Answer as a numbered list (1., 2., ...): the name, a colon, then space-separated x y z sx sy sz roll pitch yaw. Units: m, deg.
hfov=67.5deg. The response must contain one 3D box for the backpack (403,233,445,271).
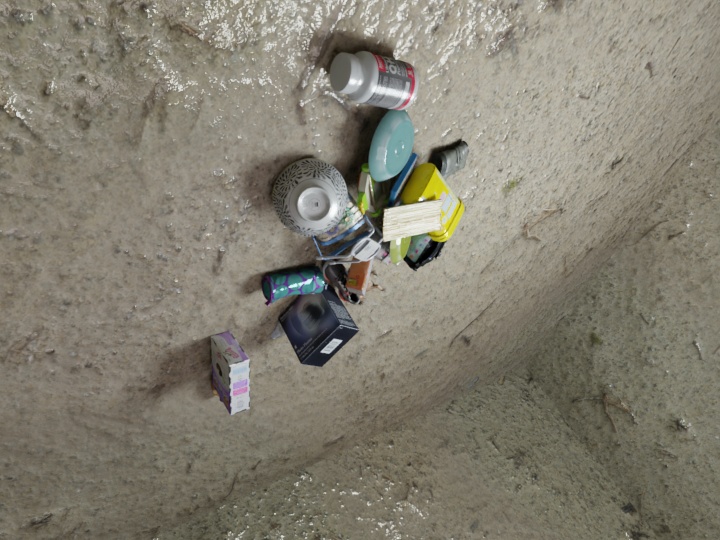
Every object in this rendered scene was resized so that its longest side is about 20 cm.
1. backpack: 0.227 -0.116 1.829 0.166 0.126 0.201 -34 156 -49

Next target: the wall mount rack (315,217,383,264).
1. wall mount rack: -0.023 -0.060 1.478 0.173 0.075 0.200 -43 165 7

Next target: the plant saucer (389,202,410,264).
1. plant saucer: 0.135 -0.117 1.716 0.200 0.031 0.203 12 90 -74

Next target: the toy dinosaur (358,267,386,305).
1. toy dinosaur: 0.004 0.050 1.894 0.134 0.086 0.201 -28 143 2

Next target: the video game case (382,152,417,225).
1. video game case: 0.114 -0.230 1.567 0.144 0.018 0.201 -61 173 -23

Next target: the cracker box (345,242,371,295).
1. cracker box: 0.000 0.000 1.662 0.200 0.057 0.136 71 33 -82

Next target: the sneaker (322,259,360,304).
1. sneaker: -0.051 0.038 1.782 0.077 0.082 0.201 -46 132 -13

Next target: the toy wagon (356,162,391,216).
1. toy wagon: 0.032 -0.226 1.482 0.201 0.039 0.157 -54 144 -40

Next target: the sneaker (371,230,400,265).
1. sneaker: 0.081 -0.070 1.794 0.199 0.089 0.082 11 128 -50

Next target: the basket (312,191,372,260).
1. basket: -0.069 -0.133 1.520 0.175 0.140 0.201 -33 140 -2

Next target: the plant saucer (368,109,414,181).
1. plant saucer: 0.091 -0.328 1.430 0.200 0.036 0.202 -43 147 -37

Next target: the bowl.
1. bowl: -0.121 -0.175 1.361 0.197 0.094 0.204 -3 107 -11

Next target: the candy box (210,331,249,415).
1. candy box: -0.417 0.326 1.727 0.071 0.168 0.203 -13 124 -31

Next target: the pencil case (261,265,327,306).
1. pencil case: -0.207 0.045 1.678 0.198 0.085 0.094 -10 113 -34

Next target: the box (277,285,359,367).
1. box: -0.145 0.181 1.809 0.200 0.199 0.123 -45 146 16

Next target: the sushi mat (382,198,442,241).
1. sushi mat: 0.145 -0.143 1.512 0.197 0.012 0.097 -13 122 -26

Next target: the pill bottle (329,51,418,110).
1. pill bottle: 0.030 -0.437 1.236 0.198 0.111 0.111 -5 138 -40

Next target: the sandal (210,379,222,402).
1. sandal: -0.503 0.408 1.908 0.053 0.081 0.201 1 143 -13

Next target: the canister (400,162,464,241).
1. canister: 0.216 -0.202 1.602 0.200 0.086 0.150 43 71 -43

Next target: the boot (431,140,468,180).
1. boot: 0.276 -0.304 1.695 0.129 0.068 0.201 -25 149 -26
